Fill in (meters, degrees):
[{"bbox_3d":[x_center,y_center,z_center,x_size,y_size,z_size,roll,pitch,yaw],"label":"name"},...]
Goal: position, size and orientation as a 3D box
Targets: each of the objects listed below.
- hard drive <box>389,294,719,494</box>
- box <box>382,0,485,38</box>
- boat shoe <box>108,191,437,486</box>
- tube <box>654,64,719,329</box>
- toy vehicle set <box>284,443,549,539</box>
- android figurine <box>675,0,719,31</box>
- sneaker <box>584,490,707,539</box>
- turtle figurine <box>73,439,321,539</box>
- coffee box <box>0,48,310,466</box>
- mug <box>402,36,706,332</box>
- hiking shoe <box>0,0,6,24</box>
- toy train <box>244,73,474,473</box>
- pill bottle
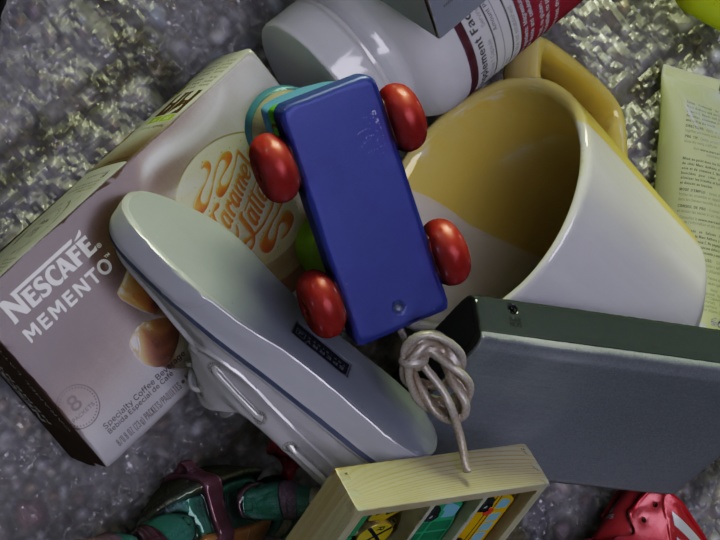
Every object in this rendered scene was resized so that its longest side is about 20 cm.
[{"bbox_3d":[0.116,0.069,1.203,0.199,0.140,0.033,8,56,-26],"label":"hard drive"},{"bbox_3d":[0.026,-0.222,1.187,0.156,0.200,0.041,-41,144,-16],"label":"box"},{"bbox_3d":[-0.055,0.046,1.131,0.200,0.074,0.065,43,115,0],"label":"boat shoe"},{"bbox_3d":[0.197,-0.015,1.329,0.058,0.052,0.201,21,75,-58],"label":"tube"},{"bbox_3d":[-0.001,0.165,1.167,0.124,0.200,0.027,-4,51,-37],"label":"toy vehicle set"},{"bbox_3d":[0.209,-0.221,1.293,0.200,0.041,0.183,22,62,-39],"label":"android figurine"},{"bbox_3d":[0.118,0.174,1.293,0.199,0.078,0.116,13,77,-33],"label":"sneaker"},{"bbox_3d":[-0.079,0.150,1.195,0.200,0.150,0.101,-14,52,-39],"label":"turtle figurine"},{"bbox_3d":[-0.105,-0.007,1.190,0.200,0.080,0.114,-43,105,-16],"label":"coffee box"},{"bbox_3d":[0.119,-0.020,1.242,0.153,0.149,0.187,33,83,-37],"label":"mug"},{"bbox_3d":[-0.219,-0.106,1.134,0.076,0.101,0.201,22,83,-21],"label":"hiking shoe"},{"bbox_3d":[0.000,0.000,1.135,0.084,0.116,0.201,-22,105,-13],"label":"toy train"},{"bbox_3d":[0.047,-0.158,1.231,0.200,0.113,0.113,-40,104,-16],"label":"pill bottle"}]
